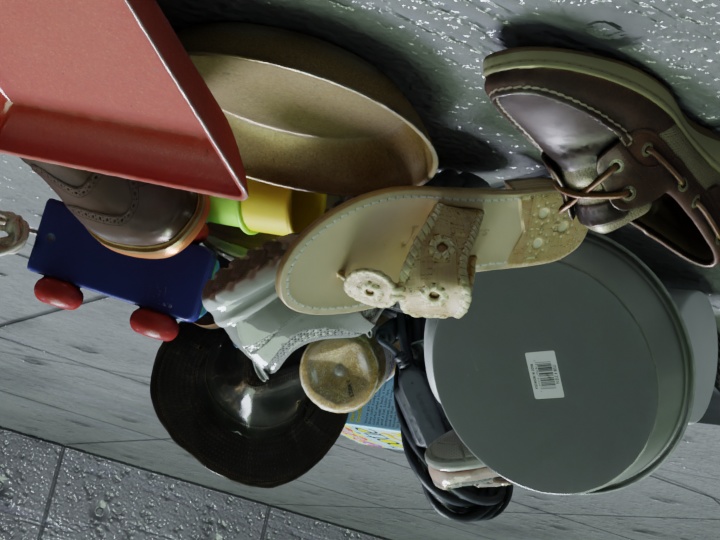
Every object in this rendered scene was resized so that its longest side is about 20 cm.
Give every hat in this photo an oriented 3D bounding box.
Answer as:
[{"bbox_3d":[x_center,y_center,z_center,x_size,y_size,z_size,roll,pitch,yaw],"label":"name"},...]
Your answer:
[{"bbox_3d":[-0.084,0.088,1.321,0.198,0.203,0.081,17,143,-17],"label":"hat"}]

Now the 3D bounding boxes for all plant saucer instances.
[{"bbox_3d":[-0.168,-0.122,0.788,0.197,0.037,0.201,12,152,27],"label":"plant saucer"},{"bbox_3d":[-0.048,-0.097,0.870,0.197,0.036,0.200,12,165,3],"label":"plant saucer"}]

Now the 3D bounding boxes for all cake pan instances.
[{"bbox_3d":[0.133,0.068,1.031,0.198,0.203,0.037,4,-162,31],"label":"cake pan"}]

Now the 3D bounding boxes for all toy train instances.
[{"bbox_3d":[-0.192,-0.014,1.036,0.197,0.086,0.116,17,177,7],"label":"toy train"}]

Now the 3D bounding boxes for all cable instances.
[{"bbox_3d":[0.072,0.113,1.227,0.050,0.202,0.163,-21,-165,20],"label":"cable"}]

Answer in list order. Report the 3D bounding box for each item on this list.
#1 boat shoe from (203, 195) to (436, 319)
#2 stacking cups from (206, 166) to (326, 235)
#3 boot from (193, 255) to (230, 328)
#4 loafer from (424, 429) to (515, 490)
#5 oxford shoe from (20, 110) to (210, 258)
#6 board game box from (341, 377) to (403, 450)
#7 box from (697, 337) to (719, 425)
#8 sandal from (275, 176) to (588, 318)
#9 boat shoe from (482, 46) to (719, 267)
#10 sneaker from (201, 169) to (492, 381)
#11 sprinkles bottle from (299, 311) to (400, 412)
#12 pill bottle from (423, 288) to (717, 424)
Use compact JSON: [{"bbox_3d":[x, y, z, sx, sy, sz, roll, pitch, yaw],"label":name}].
[{"bbox_3d":[-0.018,-0.021,1.050,0.198,0.075,0.076,13,173,25],"label":"boat shoe"},{"bbox_3d":[-0.124,-0.057,1.026,0.197,0.061,0.060,6,164,23],"label":"stacking cups"},{"bbox_3d":[-0.072,0.026,1.258,0.096,0.076,0.199,23,160,-25],"label":"boot"},{"bbox_3d":[0.143,0.140,1.155,0.198,0.064,0.072,-18,-158,-23],"label":"loafer"},{"bbox_3d":[-0.170,-0.068,0.913,0.199,0.072,0.073,30,172,39],"label":"oxford shoe"},{"bbox_3d":[0.071,0.116,1.406,0.198,0.106,0.103,5,164,29],"label":"board game box"},{"bbox_3d":[0.224,0.084,1.274,0.191,0.048,0.200,6,164,28],"label":"box"},{"bbox_3d":[0.058,-0.007,0.884,0.209,0.079,0.070,-13,-147,-23],"label":"sandal"},{"bbox_3d":[0.138,-0.055,0.795,0.072,0.073,0.199,-3,158,45],"label":"boat shoe"},{"bbox_3d":[0.000,0.000,0.956,0.198,0.083,0.075,-25,-160,4],"label":"sneaker"},{"bbox_3d":[-0.003,0.075,1.270,0.067,0.069,0.200,10,-175,8],"label":"sprinkles bottle"},{"bbox_3d":[0.157,0.058,1.106,0.198,0.115,0.113,3,162,33],"label":"pill bottle"}]
